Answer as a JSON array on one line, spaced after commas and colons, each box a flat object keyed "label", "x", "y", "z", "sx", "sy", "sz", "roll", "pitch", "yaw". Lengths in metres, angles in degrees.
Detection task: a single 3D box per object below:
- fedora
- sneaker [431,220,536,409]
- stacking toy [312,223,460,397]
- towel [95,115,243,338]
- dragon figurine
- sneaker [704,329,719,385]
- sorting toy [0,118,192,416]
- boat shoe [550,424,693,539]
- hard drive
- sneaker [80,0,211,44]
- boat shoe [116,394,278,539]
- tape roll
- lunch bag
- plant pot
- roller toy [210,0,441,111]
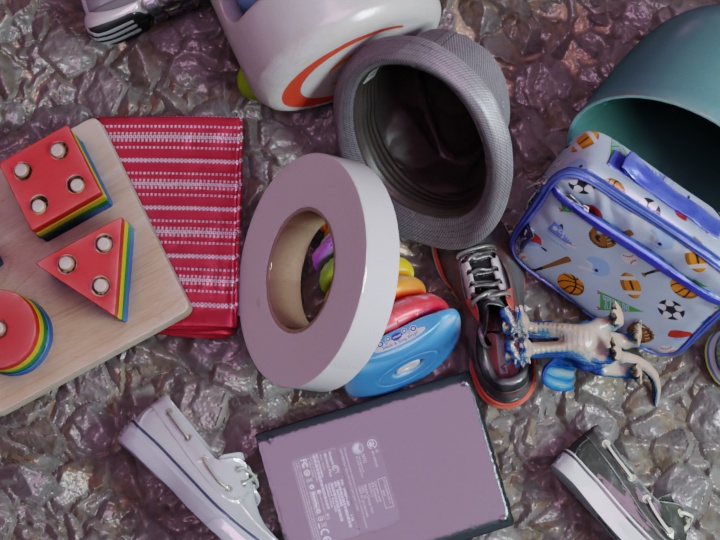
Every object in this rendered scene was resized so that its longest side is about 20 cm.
[{"label": "fedora", "x": 0.068, "y": -0.127, "z": 1.361, "sx": 0.176, "sy": 0.201, "sz": 0.090, "roll": 15, "pitch": 43, "yaw": 30}, {"label": "sneaker", "x": 0.116, "y": 0.018, "z": 1.388, "sx": 0.076, "sy": 0.082, "sz": 0.202, "roll": -17, "pitch": 79, "yaw": -3}, {"label": "stacking toy", "x": 0.000, "y": 0.000, "z": 1.392, "sx": 0.115, "sy": 0.110, "sz": 0.201, "roll": -25, "pitch": 70, "yaw": -5}, {"label": "towel", "x": -0.177, "y": -0.040, "z": 1.423, "sx": 0.143, "sy": 0.022, "sz": 0.202, "roll": 1, "pitch": 79, "yaw": 6}, {"label": "dragon figurine", "x": 0.189, "y": 0.070, "z": 1.357, "sx": 0.099, "sy": 0.200, "sz": 0.059, "roll": -8, "pitch": 70, "yaw": 29}, {"label": "sneaker", "x": 0.405, "y": 0.050, "z": 1.387, "sx": 0.198, "sy": 0.082, "sz": 0.074, "roll": -24, "pitch": 80, "yaw": -6}, {"label": "sorting toy", "x": -0.281, "y": -0.008, "z": 1.381, "sx": 0.199, "sy": 0.070, "sz": 0.200, "roll": -28, "pitch": 78, "yaw": 0}, {"label": "boat shoe", "x": 0.253, "y": 0.221, "z": 1.363, "sx": 0.064, "sy": 0.071, "sz": 0.200, "roll": -41, "pitch": 82, "yaw": -5}, {"label": "hard drive", "x": 0.021, "y": 0.183, "z": 1.383, "sx": 0.198, "sy": 0.033, "sz": 0.141, "roll": -16, "pitch": 84, "yaw": -3}, {"label": "sneaker", "x": -0.174, "y": -0.296, "z": 1.442, "sx": 0.198, "sy": 0.075, "sz": 0.116, "roll": -22, "pitch": 79, "yaw": -3}, {"label": "boat shoe", "x": -0.121, "y": 0.184, "z": 1.359, "sx": 0.200, "sy": 0.074, "sz": 0.067, "roll": 40, "pitch": 80, "yaw": 11}, {"label": "tape roll", "x": -0.039, "y": 0.002, "z": 1.340, "sx": 0.037, "sy": 0.202, "sz": 0.205, "roll": 9, "pitch": 79, "yaw": -34}, {"label": "lunch bag", "x": 0.229, "y": -0.024, "z": 1.353, "sx": 0.199, "sy": 0.160, "sz": 0.076, "roll": 33, "pitch": 56, "yaw": 0}, {"label": "plant pot", "x": 0.301, "y": -0.132, "z": 1.362, "sx": 0.200, "sy": 0.201, "sz": 0.162, "roll": 32, "pitch": 63, "yaw": 5}, {"label": "roller toy", "x": -0.032, "y": -0.240, "z": 1.377, "sx": 0.199, "sy": 0.183, "sz": 0.141, "roll": -25, "pitch": 80, "yaw": -5}]
